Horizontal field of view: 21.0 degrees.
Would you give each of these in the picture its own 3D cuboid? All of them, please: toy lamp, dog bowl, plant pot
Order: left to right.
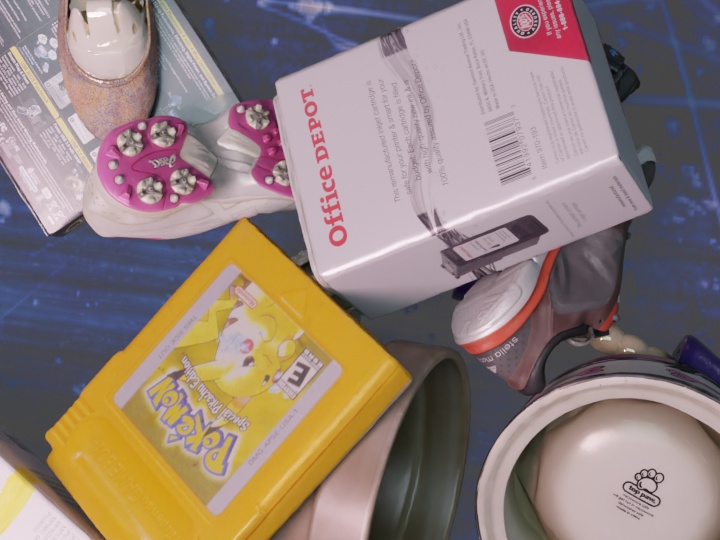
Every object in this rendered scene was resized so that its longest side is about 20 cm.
[{"bbox_3d":[-0.041,0.132,1.250,0.172,0.200,0.202,11,91,19],"label":"plant pot"},{"bbox_3d":[0.159,0.042,1.292,0.199,0.058,0.059,30,92,3],"label":"toy lamp"},{"bbox_3d":[0.176,0.143,1.255,0.198,0.074,0.202,4,113,9],"label":"dog bowl"}]

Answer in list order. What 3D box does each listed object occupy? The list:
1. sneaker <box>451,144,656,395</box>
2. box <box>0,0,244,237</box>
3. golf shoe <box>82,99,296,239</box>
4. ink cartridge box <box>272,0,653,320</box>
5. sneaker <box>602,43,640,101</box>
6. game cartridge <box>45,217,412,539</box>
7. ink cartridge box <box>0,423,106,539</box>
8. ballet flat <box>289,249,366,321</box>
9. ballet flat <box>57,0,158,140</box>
[{"bbox_3d":[0.136,0.002,1.251,0.082,0.077,0.200,50,63,-15],"label":"sneaker"},{"bbox_3d":[-0.195,-0.149,1.310,0.161,0.049,0.201,-34,89,4],"label":"box"},{"bbox_3d":[-0.094,-0.062,1.281,0.198,0.091,0.076,-5,69,-32],"label":"golf shoe"},{"bbox_3d":[0.060,-0.077,1.197,0.198,0.083,0.146,-21,63,16],"label":"ink cartridge box"},{"bbox_3d":[0.138,-0.160,1.279,0.110,0.077,0.202,19,91,3],"label":"sneaker"},{"bbox_3d":[-0.088,0.086,1.180,0.200,0.032,0.176,-47,49,-2],"label":"game cartridge"},{"bbox_3d":[-0.229,0.163,1.246,0.200,0.145,0.084,39,84,13],"label":"ink cartridge box"},{"bbox_3d":[0.000,0.000,1.293,0.199,0.072,0.072,-34,89,2],"label":"ballet flat"},{"bbox_3d":[-0.166,-0.184,1.252,0.067,0.067,0.202,-4,89,-2],"label":"ballet flat"}]
